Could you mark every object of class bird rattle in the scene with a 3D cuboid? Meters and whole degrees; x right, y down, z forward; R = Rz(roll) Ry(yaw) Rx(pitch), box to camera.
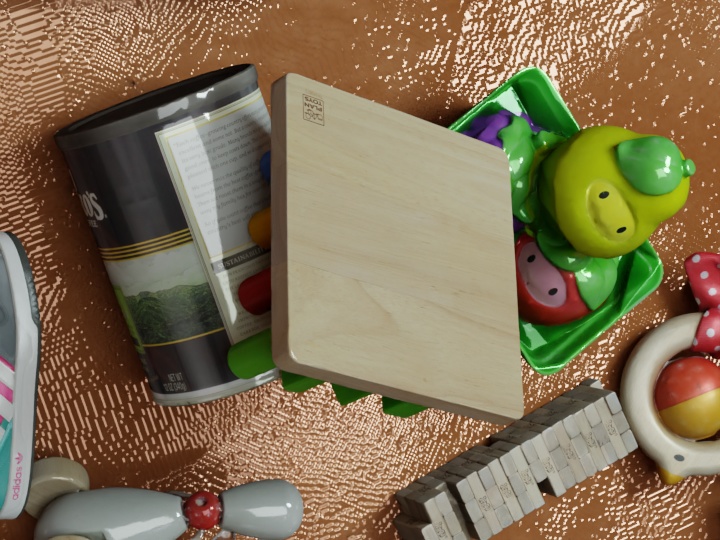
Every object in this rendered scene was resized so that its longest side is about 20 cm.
[{"bbox_3d":[0.286,0.086,1.565,0.163,0.113,0.200,-23,99,-3],"label":"bird rattle"}]

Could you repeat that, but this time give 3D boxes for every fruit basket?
[{"bbox_3d":[0.145,-0.041,1.442,0.155,0.216,0.216,-38,106,-16],"label":"fruit basket"}]

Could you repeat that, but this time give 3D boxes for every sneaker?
[{"bbox_3d":[-0.288,0.073,1.335,0.121,0.084,0.200,0,94,-32],"label":"sneaker"}]

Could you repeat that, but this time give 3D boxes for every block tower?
[{"bbox_3d":[0.121,0.155,1.520,0.200,0.058,0.054,-30,104,-20],"label":"block tower"}]

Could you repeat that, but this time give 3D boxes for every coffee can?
[{"bbox_3d":[-0.109,-0.026,1.365,0.146,0.146,0.200,-23,101,-20],"label":"coffee can"}]

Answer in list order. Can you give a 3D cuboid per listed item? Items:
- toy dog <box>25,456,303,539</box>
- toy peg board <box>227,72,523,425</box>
[{"bbox_3d":[-0.147,0.195,1.386,0.200,0.096,0.132,12,46,5],"label":"toy dog"},{"bbox_3d":[0.000,0.000,1.315,0.200,0.098,0.200,17,61,-37],"label":"toy peg board"}]
